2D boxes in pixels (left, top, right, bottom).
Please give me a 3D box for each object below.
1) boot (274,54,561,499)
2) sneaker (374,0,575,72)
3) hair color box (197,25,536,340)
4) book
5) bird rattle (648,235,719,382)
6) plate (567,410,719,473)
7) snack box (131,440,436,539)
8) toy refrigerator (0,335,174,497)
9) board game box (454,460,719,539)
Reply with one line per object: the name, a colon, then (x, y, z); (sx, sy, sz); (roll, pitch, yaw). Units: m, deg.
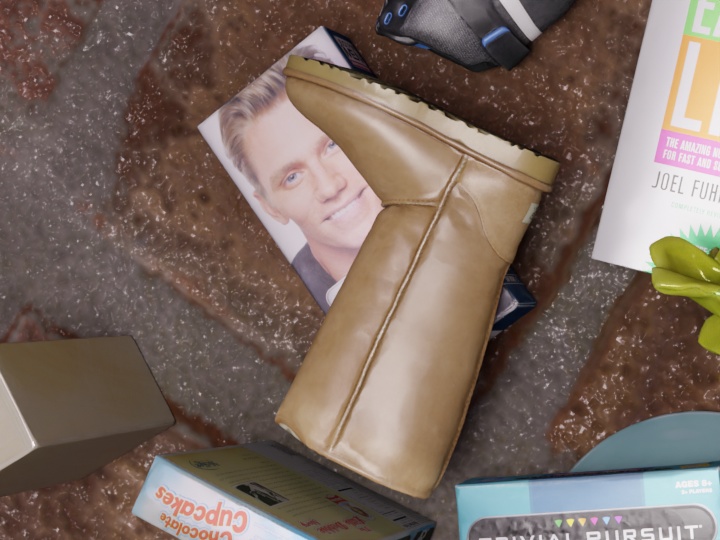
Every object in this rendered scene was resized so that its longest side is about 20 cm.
boot: (0.000, 0.000, 1.125); (0.174, 0.066, 0.201); (26, 96, 14)
sneaker: (0.028, -0.196, 1.177); (0.200, 0.073, 0.112); (44, 99, 11)
hair color box: (0.003, -0.032, 1.190); (0.100, 0.060, 0.201); (-37, 79, 12)
book: (0.217, -0.089, 1.140); (0.133, 0.048, 0.202); (14, 97, 17)
bird rattle: (0.251, -0.011, 1.043); (0.199, 0.113, 0.164); (3, 72, 32)
plate: (0.192, 0.180, 1.152); (0.199, 0.026, 0.202); (0, 89, 16)
snack box: (-0.036, 0.138, 1.127); (0.116, 0.200, 0.037); (25, 94, 15)
toy refrigerator: (-0.187, 0.082, 1.172); (0.076, 0.200, 0.070); (-31, 81, 14)
board game box: (0.137, 0.212, 1.130); (0.150, 0.047, 0.202); (-6, 88, 17)
